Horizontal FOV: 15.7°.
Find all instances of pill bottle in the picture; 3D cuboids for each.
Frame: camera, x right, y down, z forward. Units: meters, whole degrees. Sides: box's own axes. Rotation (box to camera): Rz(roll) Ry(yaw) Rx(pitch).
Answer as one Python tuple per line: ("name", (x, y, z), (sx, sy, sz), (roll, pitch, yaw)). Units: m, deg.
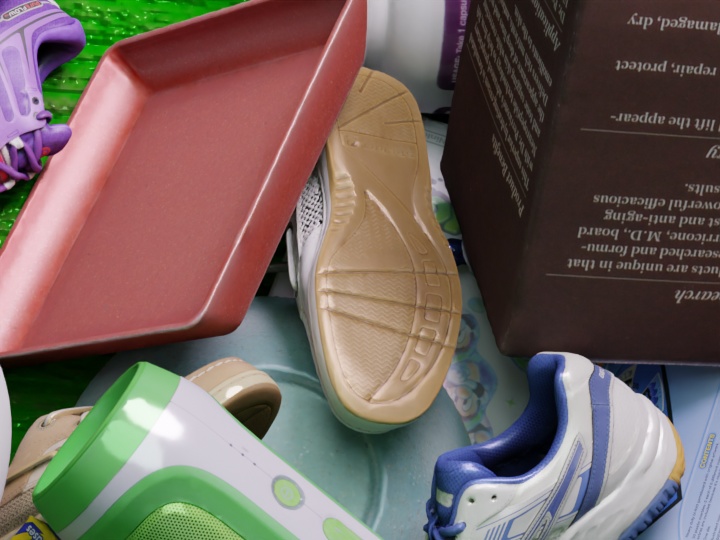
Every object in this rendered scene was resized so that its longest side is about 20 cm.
("pill bottle", (0.069, -0.133, 1.294), (0.200, 0.112, 0.112), (1, 62, -8))

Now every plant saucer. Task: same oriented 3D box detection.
("plant saucer", (-0.088, -0.037, 1.214), (0.037, 0.200, 0.200), (42, 58, -30))
("plant saucer", (-0.043, 0.101, 1.189), (0.201, 0.039, 0.201), (1, 70, -2))

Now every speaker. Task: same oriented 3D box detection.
("speaker", (-0.034, 0.126, 1.057), (0.200, 0.088, 0.088), (39, 64, -8))

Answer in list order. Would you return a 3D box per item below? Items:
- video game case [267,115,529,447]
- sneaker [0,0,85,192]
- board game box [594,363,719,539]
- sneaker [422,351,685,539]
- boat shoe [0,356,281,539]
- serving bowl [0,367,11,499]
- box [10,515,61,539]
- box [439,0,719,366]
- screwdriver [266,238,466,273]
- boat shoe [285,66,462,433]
("video game case", (0.059, 0.020, 1.266), (0.200, 0.024, 0.182), (19, 63, 4))
("sneaker", (-0.188, -0.059, 1.255), (0.083, 0.081, 0.200), (21, 62, -1))
("board game box", (0.118, 0.133, 1.168), (0.103, 0.019, 0.200), (8, 69, 36))
("sneaker", (0.049, 0.122, 1.139), (0.088, 0.075, 0.200), (42, 83, -26))
("boat shoe", (-0.125, 0.091, 1.142), (0.200, 0.071, 0.065), (-35, 65, 13))
("serving bowl", (-0.217, 0.104, 1.129), (0.066, 0.200, 0.200), (36, 55, -35))
("box", (-0.079, 0.190, 1.054), (0.200, 0.070, 0.064), (41, 92, 31))
("box", (0.142, -0.083, 1.167), (0.164, 0.200, 0.166), (2, 34, -12))
("screwdriver", (0.017, -0.004, 1.249), (0.200, 0.028, 0.029), (-7, 35, -6))
("boat shoe", (0.000, 0.000, 1.202), (0.071, 0.069, 0.200), (14, 49, -19))
